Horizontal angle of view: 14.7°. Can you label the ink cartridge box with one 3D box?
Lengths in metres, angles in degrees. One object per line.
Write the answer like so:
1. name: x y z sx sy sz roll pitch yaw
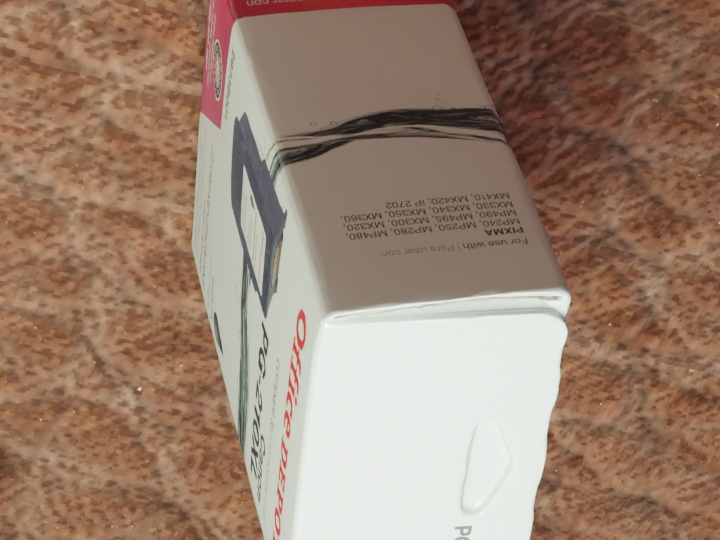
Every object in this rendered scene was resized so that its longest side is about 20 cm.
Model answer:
1. ink cartridge box: 0.000 0.000 0.967 0.084 0.200 0.145 -4 132 -13
